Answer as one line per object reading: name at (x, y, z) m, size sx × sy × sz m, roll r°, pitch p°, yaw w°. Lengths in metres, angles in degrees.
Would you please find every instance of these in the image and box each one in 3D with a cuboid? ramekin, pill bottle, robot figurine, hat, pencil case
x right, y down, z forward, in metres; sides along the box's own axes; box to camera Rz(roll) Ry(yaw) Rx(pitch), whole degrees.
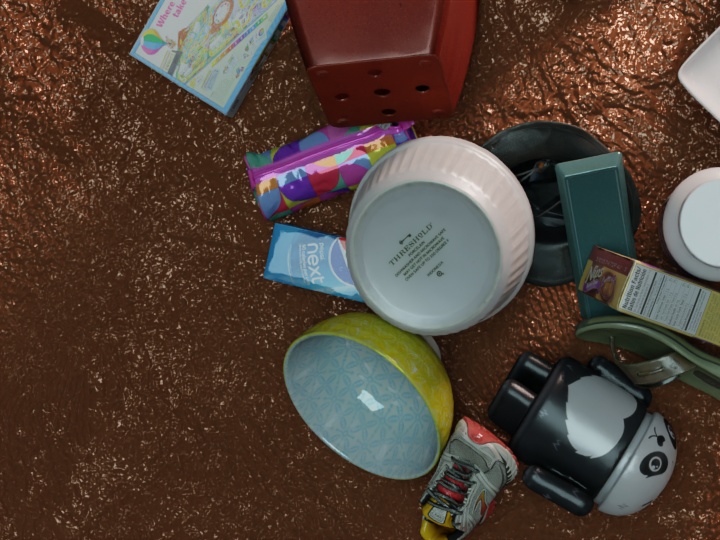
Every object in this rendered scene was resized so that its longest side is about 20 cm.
ramekin at (0.075, -0.027, 1.579) m, size 0.200 × 0.094 × 0.205 m, roll 4°, pitch 108°, yaw 13°
pill bottle at (0.360, -0.045, 1.573) m, size 0.112 × 0.200 × 0.114 m, roll 0°, pitch 90°, yaw 9°
robot figurine at (0.235, 0.169, 1.632) m, size 0.199 × 0.125 × 0.151 m, roll 32°, pitch 94°, yaw 8°
hat at (0.196, -0.085, 1.650) m, size 0.198 × 0.081 × 0.202 m, roll 1°, pitch 122°, yaw 2°
pencil case at (-0.028, -0.123, 1.696) m, size 0.198 × 0.088 × 0.089 m, roll -22°, pitch 87°, yaw 9°

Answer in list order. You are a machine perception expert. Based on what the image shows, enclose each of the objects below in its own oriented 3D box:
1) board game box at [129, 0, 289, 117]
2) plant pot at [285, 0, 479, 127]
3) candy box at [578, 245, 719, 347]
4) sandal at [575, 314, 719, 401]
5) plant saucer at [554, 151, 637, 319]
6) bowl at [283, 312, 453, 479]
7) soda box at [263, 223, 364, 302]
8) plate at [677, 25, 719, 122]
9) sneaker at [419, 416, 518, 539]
board game box at (-0.151, -0.293, 1.740) m, size 0.134 × 0.034 × 0.201 m, roll 32°, pitch 95°, yaw 8°
plant pot at (0.021, -0.259, 1.604) m, size 0.197 × 0.200 × 0.178 m, roll -4°, pitch 68°, yaw 9°
candy box at (0.334, 0.037, 1.587) m, size 0.198 × 0.117 × 0.057 m, roll 20°, pitch 95°, yaw -14°
sandal at (0.318, 0.101, 1.633) m, size 0.199 × 0.080 × 0.058 m, roll 26°, pitch 73°, yaw 4°
plant saucer at (0.252, -0.030, 1.624) m, size 0.069 × 0.019 × 0.202 m, roll -11°, pitch 124°, yaw 6°
bowl at (0.027, 0.113, 1.663) m, size 0.199 × 0.201 × 0.108 m, roll 37°, pitch 53°, yaw 7°
soda box at (0.000, 0.000, 1.698) m, size 0.198 × 0.068 × 0.065 m, roll 13°, pitch 92°, yaw 9°
plate at (0.443, -0.195, 1.580) m, size 0.200 × 0.032 × 0.200 m, roll 44°, pitch 79°, yaw -7°
sneaker at (0.108, 0.228, 1.614) m, size 0.078 × 0.201 × 0.082 m, roll 34°, pitch 56°, yaw 21°
